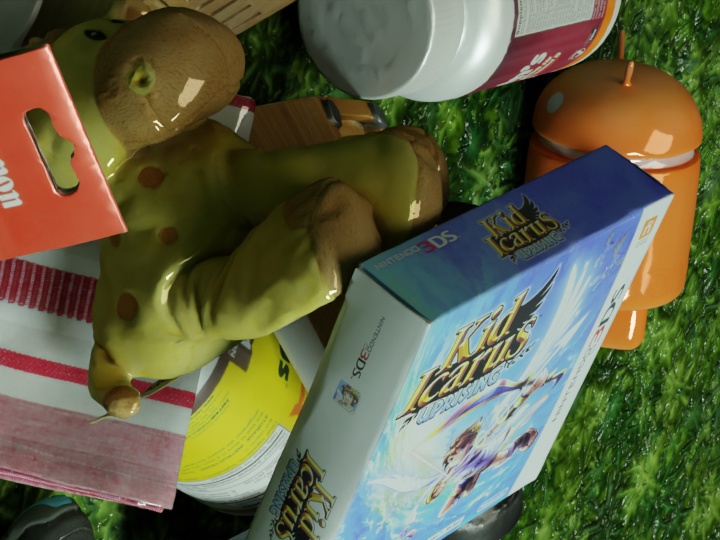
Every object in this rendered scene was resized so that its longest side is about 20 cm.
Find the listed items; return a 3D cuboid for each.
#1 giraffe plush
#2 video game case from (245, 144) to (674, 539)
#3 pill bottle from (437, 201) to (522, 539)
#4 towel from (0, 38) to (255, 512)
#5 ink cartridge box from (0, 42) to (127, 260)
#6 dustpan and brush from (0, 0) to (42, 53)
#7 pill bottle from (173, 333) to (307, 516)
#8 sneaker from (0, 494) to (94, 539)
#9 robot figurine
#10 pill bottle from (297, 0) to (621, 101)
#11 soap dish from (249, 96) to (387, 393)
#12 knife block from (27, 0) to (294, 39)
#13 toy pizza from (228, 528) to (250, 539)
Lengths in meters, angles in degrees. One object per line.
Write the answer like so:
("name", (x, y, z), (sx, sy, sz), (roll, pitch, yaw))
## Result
("giraffe plush", (-0.080, -0.047, 1.037), (0.163, 0.199, 0.173), (59, 12, -4))
("video game case", (0.043, 0.051, 1.057), (0.200, 0.045, 0.182), (-26, 145, -49))
("pill bottle", (0.050, 0.068, 1.427), (0.112, 0.111, 0.201), (-42, 136, -41))
("towel", (-0.134, 0.000, 1.093), (0.143, 0.023, 0.201), (14, 85, -17))
("ink cartridge box", (-0.200, -0.011, 0.929), (0.051, 0.199, 0.109), (-100, 173, -46))
("dustpan and brush", (-0.180, -0.110, 1.028), (0.139, 0.057, 0.201), (-9, 113, -56))
("pill bottle", (-0.076, 0.061, 1.227), (0.200, 0.109, 0.110), (41, 69, -57))
("sneaker", (-0.152, 0.215, 1.206), (0.073, 0.082, 0.201), (-11, 113, -53))
("robot figurine", (0.163, -0.052, 1.550), (0.143, 0.116, 0.201), (-15, 118, -42))
("pill bottle", (0.058, -0.155, 1.336), (0.200, 0.109, 0.110), (-20, 121, -53))
("soap dish", (0.000, 0.000, 1.225), (0.201, 0.081, 0.157), (62, 12, 4))
("knife block", (-0.087, -0.200, 1.150), (0.199, 0.176, 0.064), (-30, 150, 16))
("toy pizza", (-0.022, 0.152, 1.303), (0.200, 0.200, 0.032), (-8, 70, -56))
